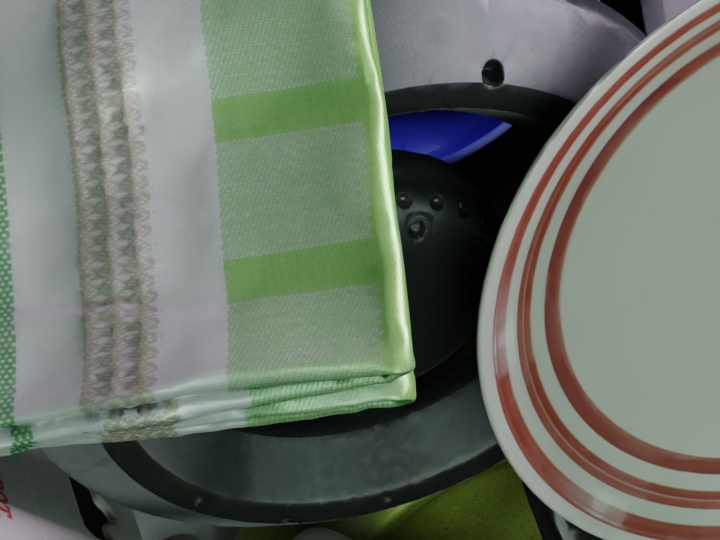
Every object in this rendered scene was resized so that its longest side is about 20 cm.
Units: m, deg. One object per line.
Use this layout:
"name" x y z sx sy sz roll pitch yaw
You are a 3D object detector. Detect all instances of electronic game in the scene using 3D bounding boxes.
"electronic game" 0.000 0.000 0.705 0.200 0.042 0.200 -13 137 -13

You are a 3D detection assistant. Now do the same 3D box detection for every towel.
"towel" -0.092 -0.028 0.616 0.200 0.031 0.149 -8 80 7

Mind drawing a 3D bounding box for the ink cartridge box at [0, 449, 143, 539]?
"ink cartridge box" -0.158 0.056 0.724 0.200 0.117 0.067 30 104 -27

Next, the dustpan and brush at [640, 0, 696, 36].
"dustpan and brush" 0.181 -0.078 0.710 0.200 0.057 0.140 -18 119 -9

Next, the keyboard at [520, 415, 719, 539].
"keyboard" 0.142 0.048 0.777 0.200 0.040 0.104 -25 101 -14

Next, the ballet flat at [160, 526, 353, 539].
"ballet flat" -0.030 0.107 0.763 0.200 0.067 0.064 -9 95 16

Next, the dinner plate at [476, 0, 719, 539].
"dinner plate" 0.122 -0.006 0.699 0.200 0.024 0.200 -12 127 -16

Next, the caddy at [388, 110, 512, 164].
"caddy" -0.032 -0.088 0.699 0.200 0.105 0.142 -15 118 -10

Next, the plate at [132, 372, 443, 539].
"plate" 0.015 0.115 0.857 0.199 0.032 0.200 -3 116 -16

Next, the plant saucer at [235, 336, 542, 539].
"plant saucer" 0.053 0.114 0.833 0.200 0.031 0.200 -7 117 -15
